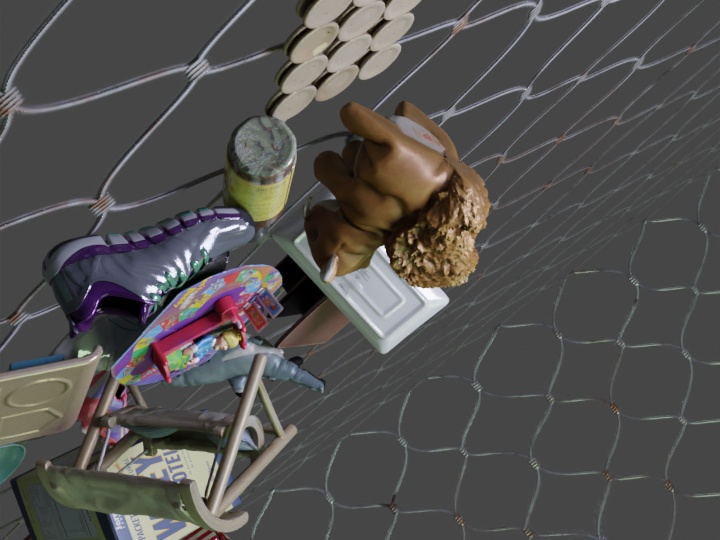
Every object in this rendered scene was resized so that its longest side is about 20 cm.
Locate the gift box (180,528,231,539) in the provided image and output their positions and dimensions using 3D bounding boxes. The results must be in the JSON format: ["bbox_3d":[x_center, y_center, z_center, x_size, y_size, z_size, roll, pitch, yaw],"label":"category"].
[{"bbox_3d":[-0.357,0.593,2.733,0.186,0.185,0.200,-31,173,-14],"label":"gift box"}]

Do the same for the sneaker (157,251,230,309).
[{"bbox_3d":[-0.166,-0.001,1.336,0.091,0.076,0.200,-43,169,1],"label":"sneaker"}]

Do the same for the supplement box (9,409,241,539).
[{"bbox_3d":[-0.304,0.286,1.705,0.199,0.135,0.200,-15,-173,46],"label":"supplement box"}]

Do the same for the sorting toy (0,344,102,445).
[{"bbox_3d":[-0.364,0.135,1.307,0.199,0.037,0.185,-15,159,-28],"label":"sorting toy"}]

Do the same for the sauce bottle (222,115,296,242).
[{"bbox_3d":[-0.099,-0.077,1.242,0.065,0.065,0.200,-32,168,-19],"label":"sauce bottle"}]

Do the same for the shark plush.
[{"bbox_3d":[-0.143,0.123,1.630,0.091,0.199,0.084,130,-26,-77],"label":"shark plush"}]

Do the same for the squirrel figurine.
[{"bbox_3d":[0.031,-0.054,1.368,0.187,0.200,0.141,-55,168,23],"label":"squirrel figurine"}]

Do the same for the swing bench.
[{"bbox_3d":[-0.208,0.196,1.443,0.200,0.198,0.130,-61,144,-40],"label":"swing bench"}]

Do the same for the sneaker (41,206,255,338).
[{"bbox_3d":[-0.180,0.005,1.184,0.199,0.088,0.074,-15,159,-22],"label":"sneaker"}]

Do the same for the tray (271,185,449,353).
[{"bbox_3d":[0.000,0.000,1.513,0.107,0.200,0.022,-39,-166,15],"label":"tray"}]

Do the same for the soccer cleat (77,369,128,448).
[{"bbox_3d":[-0.305,0.167,1.594,0.077,0.067,0.200,-49,170,-8],"label":"soccer cleat"}]

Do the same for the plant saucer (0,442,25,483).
[{"bbox_3d":[-0.477,0.249,1.501,0.200,0.027,0.200,-34,168,-8],"label":"plant saucer"}]

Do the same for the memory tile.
[{"bbox_3d":[-0.008,-0.206,1.134,0.153,0.017,0.200,-31,167,-25],"label":"memory tile"}]

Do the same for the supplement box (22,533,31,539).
[{"bbox_3d":[-0.525,0.501,2.099,0.200,0.111,0.086,-41,167,22],"label":"supplement box"}]

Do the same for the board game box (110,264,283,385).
[{"bbox_3d":[-0.158,0.072,1.339,0.200,0.039,0.158,-45,158,26],"label":"board game box"}]

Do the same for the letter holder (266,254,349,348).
[{"bbox_3d":[-0.036,-0.003,1.617,0.200,0.101,0.142,-42,165,22],"label":"letter holder"}]

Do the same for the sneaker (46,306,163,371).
[{"bbox_3d":[-0.239,0.075,1.391,0.200,0.080,0.070,-26,166,-35],"label":"sneaker"}]
